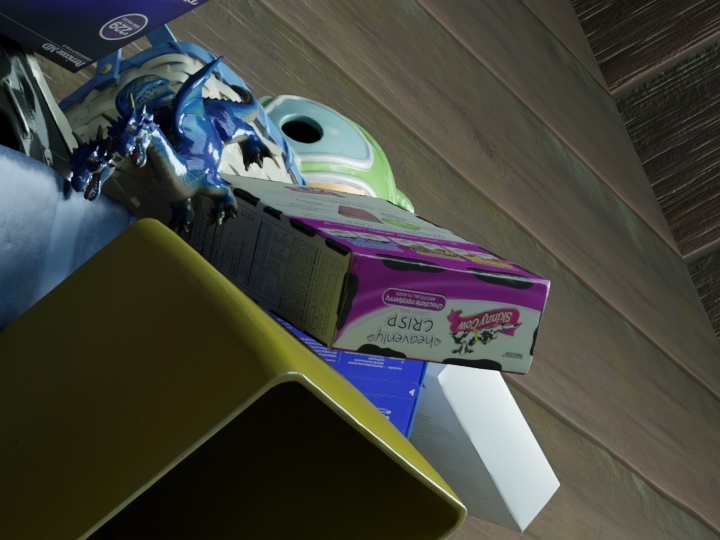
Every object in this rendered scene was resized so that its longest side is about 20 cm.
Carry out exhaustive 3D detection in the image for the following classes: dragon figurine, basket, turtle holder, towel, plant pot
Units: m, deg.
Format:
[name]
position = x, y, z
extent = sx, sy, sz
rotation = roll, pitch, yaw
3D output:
[dragon figurine]
position = -0.103, -0.088, 1.543
extent = 0.100, 0.059, 0.200
rotation = 62, 34, -26
[basket]
position = -0.120, -0.076, 1.706
extent = 0.177, 0.139, 0.200
rotation = 54, 25, -26
[turtle holder]
position = -0.061, -0.072, 1.893
extent = 0.132, 0.141, 0.186
rotation = 25, 40, -63
[towel]
position = -0.193, -0.006, 1.474
extent = 0.200, 0.048, 0.112
rotation = 30, 69, -60
[plant pot]
position = -0.098, 0.094, 1.418
extent = 0.200, 0.200, 0.177
rotation = 42, 13, -50

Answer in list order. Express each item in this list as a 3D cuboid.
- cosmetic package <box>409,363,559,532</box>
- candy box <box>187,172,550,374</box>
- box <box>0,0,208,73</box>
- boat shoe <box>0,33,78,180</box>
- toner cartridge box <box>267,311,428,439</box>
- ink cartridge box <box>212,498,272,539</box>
[cosmetic package]
position = 0.025, 0.089, 1.796
extent = 0.200, 0.052, 0.151
rotation = 15, -34, 45
[candy box]
position = 0.000, 0.000, 1.555
extent = 0.136, 0.061, 0.200
rotation = 8, 11, -30
[box]
position = -0.165, -0.198, 1.490
extent = 0.200, 0.141, 0.079
rotation = 26, 43, -62
[boat shoe]
position = -0.231, -0.110, 1.552
extent = 0.068, 0.072, 0.200
rotation = -30, 91, -54
[toner cartridge box]
position = -0.054, 0.058, 1.607
extent = 0.199, 0.095, 0.043
rotation = 9, 12, -33
[ink cartridge box]
position = -0.019, 0.210, 1.561
extent = 0.104, 0.059, 0.200
rotation = 35, -1, 36
